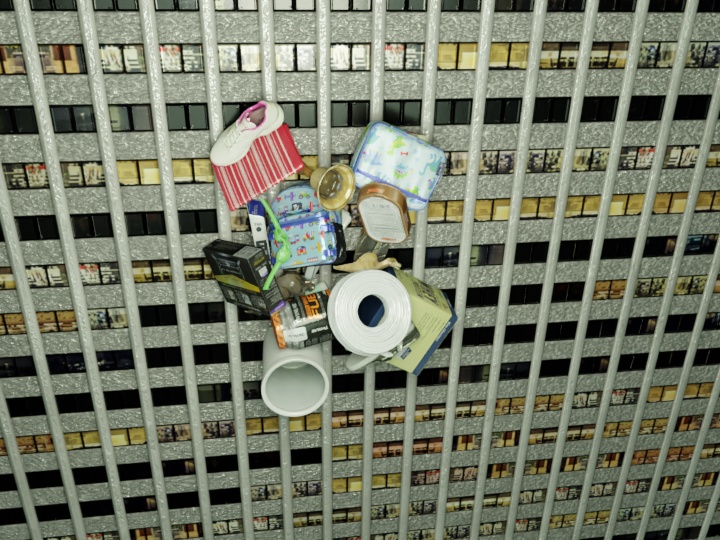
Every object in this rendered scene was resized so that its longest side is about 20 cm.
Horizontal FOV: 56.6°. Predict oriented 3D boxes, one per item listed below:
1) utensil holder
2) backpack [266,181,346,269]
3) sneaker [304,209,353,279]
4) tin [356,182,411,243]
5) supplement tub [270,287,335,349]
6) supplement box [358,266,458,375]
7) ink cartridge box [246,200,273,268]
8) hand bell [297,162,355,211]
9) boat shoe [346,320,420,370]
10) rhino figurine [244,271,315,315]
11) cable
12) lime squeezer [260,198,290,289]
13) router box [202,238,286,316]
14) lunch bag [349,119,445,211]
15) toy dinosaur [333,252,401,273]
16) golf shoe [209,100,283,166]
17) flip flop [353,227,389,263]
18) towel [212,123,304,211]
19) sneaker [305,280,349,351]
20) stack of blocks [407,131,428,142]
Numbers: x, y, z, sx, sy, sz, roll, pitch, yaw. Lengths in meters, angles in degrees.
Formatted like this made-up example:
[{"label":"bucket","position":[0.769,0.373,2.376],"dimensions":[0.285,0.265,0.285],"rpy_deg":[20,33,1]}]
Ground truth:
[{"label":"utensil holder","position":[-0.173,0.243,1.716],"dimensions":[0.167,0.201,0.172],"rpy_deg":[-4,117,-8]},{"label":"backpack","position":[-0.129,-0.109,1.552],"dimensions":[0.180,0.134,0.203],"rpy_deg":[-5,90,14]},{"label":"sneaker","position":[-0.079,-0.061,1.651],"dimensions":[0.070,0.073,0.202],"rpy_deg":[22,110,-11]},{"label":"tin","position":[0.053,-0.125,1.525],"dimensions":[0.110,0.042,0.201],"rpy_deg":[9,152,18]},{"label":"supplement tub","position":[-0.114,0.118,1.627],"dimensions":[0.197,0.123,0.124],"rpy_deg":[-16,118,-13]},{"label":"supplement box","position":[0.108,0.128,1.740],"dimensions":[0.198,0.135,0.201],"rpy_deg":[26,111,-19]},{"label":"ink cartridge box","position":[-0.238,-0.088,1.599],"dimensions":[0.039,0.100,0.203],"rpy_deg":[-10,118,-3]},{"label":"hand bell","position":[-0.111,-0.217,1.508],"dimensions":[0.103,0.199,0.105],"rpy_deg":[-22,128,-32]},{"label":"boat shoe","position":[0.057,0.197,1.653],"dimensions":[0.199,0.071,0.064],"rpy_deg":[-34,115,8]},{"label":"rhino figurine","position":[-0.217,0.063,1.692],"dimensions":[0.198,0.060,0.088],"rpy_deg":[-26,130,23]},{"label":"cable","position":[0.022,0.098,1.561],"dimensions":[0.197,0.069,0.203],"rpy_deg":[7,84,-15]},{"label":"lime squeezer","position":[-0.186,-0.060,1.486],"dimensions":[0.037,0.070,0.203],"rpy_deg":[-4,92,-47]},{"label":"router box","position":[-0.278,0.014,1.594],"dimensions":[0.052,0.198,0.159],"rpy_deg":[-38,123,-33]},{"label":"lunch bag","position":[0.082,-0.232,1.510],"dimensions":[0.198,0.083,0.162],"rpy_deg":[23,104,-15]},{"label":"toy dinosaur","position":[0.000,0.000,1.635],"dimensions":[0.198,0.058,0.102],"rpy_deg":[-5,129,-31]},{"label":"golf shoe","position":[-0.264,-0.309,1.483],"dimensions":[0.199,0.091,0.076],"rpy_deg":[-39,83,8]},{"label":"flip flop","position":[0.033,-0.100,1.665],"dimensions":[0.080,0.058,0.203],"rpy_deg":[10,99,-18]},{"label":"towel","position":[-0.231,-0.237,1.515],"dimensions":[0.198,0.146,0.022],"rpy_deg":[-30,153,6]},{"label":"sneaker","position":[-0.099,0.140,1.738],"dimensions":[0.117,0.074,0.202],"rpy_deg":[-28,101,0]},{"label":"stack of blocks","position":[0.086,-0.227,1.584],"dimensions":[0.113,0.059,0.203],"rpy_deg":[6,104,-12]}]
